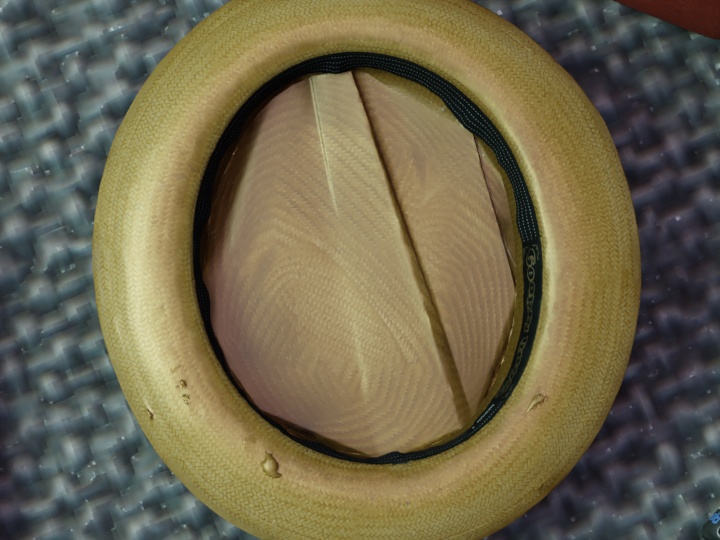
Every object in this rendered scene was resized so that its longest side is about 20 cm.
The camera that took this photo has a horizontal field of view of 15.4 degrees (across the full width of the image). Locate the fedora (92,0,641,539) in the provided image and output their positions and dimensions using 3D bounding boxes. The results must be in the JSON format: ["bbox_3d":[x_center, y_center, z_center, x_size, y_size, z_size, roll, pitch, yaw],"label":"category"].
[{"bbox_3d":[0.000,0.000,0.924,0.199,0.082,0.202,0,85,-6],"label":"fedora"}]

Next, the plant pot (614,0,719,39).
[{"bbox_3d":[0.119,-0.192,0.922,0.176,0.200,0.200,39,79,-10],"label":"plant pot"}]

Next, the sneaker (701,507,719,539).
[{"bbox_3d":[0.158,0.046,0.932,0.111,0.073,0.201,-24,84,-10],"label":"sneaker"}]
